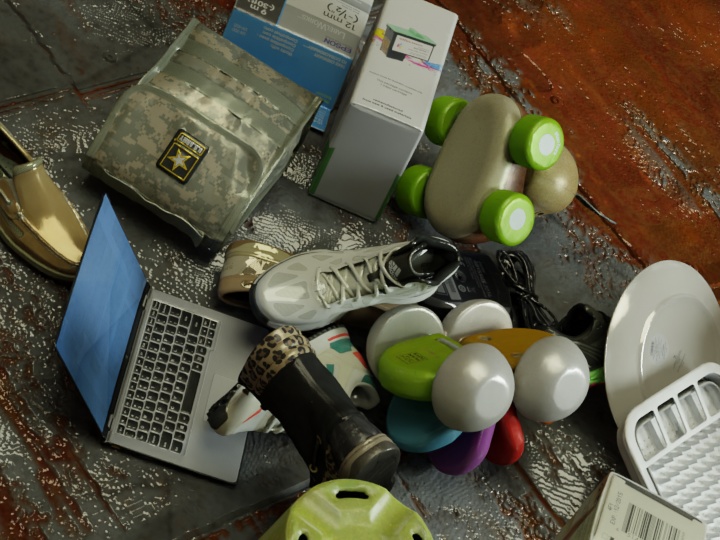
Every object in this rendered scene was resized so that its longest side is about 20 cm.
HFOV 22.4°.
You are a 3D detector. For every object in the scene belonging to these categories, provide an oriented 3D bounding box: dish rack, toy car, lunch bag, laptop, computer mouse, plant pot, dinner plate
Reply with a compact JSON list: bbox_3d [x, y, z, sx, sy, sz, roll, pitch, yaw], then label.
[{"bbox_3d":[0.331,0.207,1.780,0.171,0.044,0.200,-26,90,-40],"label":"dish rack"},{"bbox_3d":[0.171,-0.084,1.918,0.200,0.158,0.164,23,-2,-41],"label":"toy car"},{"bbox_3d":[-0.159,-0.128,1.811,0.164,0.118,0.200,32,52,1],"label":"lunch bag"},{"bbox_3d":[-0.173,0.063,1.642,0.200,0.116,0.188,20,47,-10],"label":"laptop"},{"bbox_3d":[0.103,0.028,1.857,0.200,0.053,0.139,13,45,-32],"label":"computer mouse"},{"bbox_3d":[0.104,0.118,1.716,0.200,0.150,0.175,-4,20,-33],"label":"toy car"},{"bbox_3d":[-0.029,0.272,1.489,0.200,0.184,0.201,13,49,-15],"label":"plant pot"},{"bbox_3d":[0.316,0.090,1.835,0.200,0.024,0.201,-1,91,-42],"label":"dinner plate"}]

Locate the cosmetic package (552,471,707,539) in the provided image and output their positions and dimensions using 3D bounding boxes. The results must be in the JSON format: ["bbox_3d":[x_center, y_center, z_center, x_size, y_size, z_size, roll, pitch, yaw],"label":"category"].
[{"bbox_3d":[0.207,0.279,1.588,0.103,0.200,0.087,29,45,-3],"label":"cosmetic package"}]

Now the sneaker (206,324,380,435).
[{"bbox_3d":[-0.052,0.121,1.672,0.093,0.070,0.200,53,38,8],"label":"sneaker"}]

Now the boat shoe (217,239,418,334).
[{"bbox_3d":[-0.042,0.032,1.770,0.199,0.071,0.065,16,56,-6],"label":"boat shoe"}]

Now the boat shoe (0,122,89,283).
[{"bbox_3d":[-0.317,-0.075,1.714,0.200,0.076,0.072,43,47,12],"label":"boat shoe"}]

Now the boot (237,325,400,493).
[{"bbox_3d":[-0.040,0.141,1.579,0.073,0.200,0.151,-34,74,-18],"label":"boot"}]

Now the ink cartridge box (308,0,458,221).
[{"bbox_3d":[0.025,-0.177,1.918,0.084,0.145,0.200,22,46,-5],"label":"ink cartridge box"}]

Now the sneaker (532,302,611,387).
[{"bbox_3d":[0.247,0.071,1.844,0.200,0.077,0.084,-10,87,-45],"label":"sneaker"}]

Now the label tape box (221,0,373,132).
[{"bbox_3d":[-0.073,-0.261,1.998,0.143,0.066,0.200,23,45,-7],"label":"label tape box"}]

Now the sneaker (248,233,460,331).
[{"bbox_3d":[0.000,0.000,1.691,0.200,0.115,0.076,-12,80,-22],"label":"sneaker"}]
